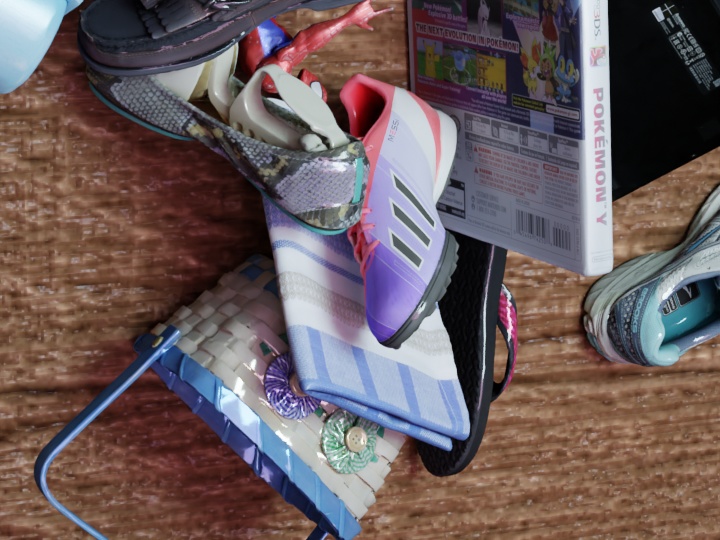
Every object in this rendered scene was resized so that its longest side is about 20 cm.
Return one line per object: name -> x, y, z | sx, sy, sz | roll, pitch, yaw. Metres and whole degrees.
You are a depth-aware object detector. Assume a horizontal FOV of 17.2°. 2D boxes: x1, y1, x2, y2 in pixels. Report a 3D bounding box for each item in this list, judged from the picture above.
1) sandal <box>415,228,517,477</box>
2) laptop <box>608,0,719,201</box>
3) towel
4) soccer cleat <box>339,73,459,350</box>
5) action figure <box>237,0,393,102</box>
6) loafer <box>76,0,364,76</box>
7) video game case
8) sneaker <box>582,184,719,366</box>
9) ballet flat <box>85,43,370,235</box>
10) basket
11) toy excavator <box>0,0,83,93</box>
sandal -> 0.076, 0.035, 1.507 | 0.045, 0.075, 0.201 | 5, 97, -35
laptop -> 0.194, -0.179, 1.513 | 0.199, 0.116, 0.187 | -28, 132, 15
towel -> 0.000, 0.000, 1.403 | 0.024, 0.201, 0.147 | -31, 144, 31
soccer cleat -> 0.013, -0.036, 1.373 | 0.073, 0.201, 0.068 | 33, 126, -21
action figure -> -0.060, -0.184, 1.400 | 0.099, 0.065, 0.200 | -34, 113, -3
loafer -> -0.067, -0.170, 1.325 | 0.199, 0.072, 0.063 | -19, 150, -9
video game case -> 0.086, -0.104, 1.406 | 0.023, 0.200, 0.183 | -10, 106, -26
sneaker -> 0.246, 0.001, 1.560 | 0.200, 0.086, 0.078 | -39, 114, -10
ballet flat -> -0.072, -0.096, 1.356 | 0.072, 0.200, 0.072 | -42, 151, -30
basket -> -0.075, 0.102, 1.418 | 0.176, 0.139, 0.200 | 43, 85, -25
toy excavator -> -0.228, -0.122, 1.317 | 0.100, 0.194, 0.201 | 28, 62, -26
